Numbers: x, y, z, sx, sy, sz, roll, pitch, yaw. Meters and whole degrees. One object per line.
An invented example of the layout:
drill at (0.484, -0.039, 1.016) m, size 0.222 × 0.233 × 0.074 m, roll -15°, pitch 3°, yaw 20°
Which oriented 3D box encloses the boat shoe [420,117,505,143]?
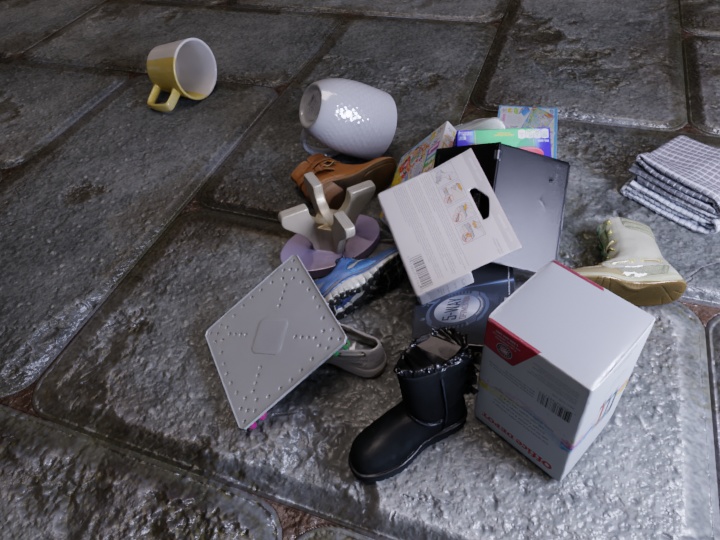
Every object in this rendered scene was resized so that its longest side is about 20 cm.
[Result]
boat shoe at (0.210, -0.272, 1.210) m, size 0.197 × 0.071 × 0.072 m, roll -18°, pitch 15°, yaw 13°

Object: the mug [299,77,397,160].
mug at (-0.048, -0.309, 1.200) m, size 0.172 × 0.199 × 0.151 m, roll 6°, pitch 59°, yaw -38°

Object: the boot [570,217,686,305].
boot at (0.409, -0.017, 0.935) m, size 0.195 × 0.073 × 0.157 m, roll 0°, pitch 46°, yaw -1°

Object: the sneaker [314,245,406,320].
sneaker at (0.000, 0.000, 0.962) m, size 0.197 × 0.080 × 0.089 m, roll -27°, pitch 51°, yaw -19°

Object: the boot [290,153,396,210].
boot at (-0.037, -0.206, 1.175) m, size 0.198 × 0.075 × 0.154 m, roll -30°, pitch 46°, yaw -24°

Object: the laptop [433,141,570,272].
laptop at (0.221, -0.100, 0.944) m, size 0.197 × 0.115 × 0.192 m, roll 5°, pitch 82°, yaw 43°

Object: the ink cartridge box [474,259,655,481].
ink cartridge box at (0.247, 0.128, 0.721) m, size 0.144 × 0.203 × 0.144 m, roll -34°, pitch 51°, yaw -29°

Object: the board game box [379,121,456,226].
board game box at (0.115, -0.185, 1.095) m, size 0.134 × 0.034 × 0.202 m, roll -32°, pitch 27°, yaw 41°

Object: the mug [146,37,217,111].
mug at (-0.498, -0.528, 1.502) m, size 0.150 × 0.152 × 0.187 m, roll 13°, pitch 41°, yaw 29°

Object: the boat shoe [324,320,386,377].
boat shoe at (-0.054, 0.102, 0.873) m, size 0.195 × 0.070 × 0.072 m, roll 10°, pitch 47°, yaw 17°

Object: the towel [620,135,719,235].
towel at (0.616, -0.169, 1.049) m, size 0.164 × 0.087 × 0.200 m, roll -30°, pitch 49°, yaw -22°

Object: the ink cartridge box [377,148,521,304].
ink cartridge box at (0.137, -0.072, 0.905) m, size 0.173 × 0.045 × 0.203 m, roll -24°, pitch 61°, yaw 8°

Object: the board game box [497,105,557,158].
board game box at (0.358, -0.291, 1.236) m, size 0.131 × 0.035 × 0.202 m, roll 7°, pitch 47°, yaw 14°

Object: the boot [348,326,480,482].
boot at (0.065, 0.170, 0.726) m, size 0.195 × 0.165 × 0.074 m, roll -24°, pitch 45°, yaw -17°

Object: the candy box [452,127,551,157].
candy box at (0.248, -0.141, 1.002) m, size 0.165 × 0.077 × 0.205 m, roll -1°, pitch 84°, yaw 5°

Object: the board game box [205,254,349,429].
board game box at (-0.131, 0.103, 0.858) m, size 0.199 × 0.026 × 0.201 m, roll -40°, pitch 49°, yaw 4°

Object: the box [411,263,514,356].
box at (0.167, 0.053, 0.914) m, size 0.156 × 0.044 × 0.203 m, roll 4°, pitch 46°, yaw 10°

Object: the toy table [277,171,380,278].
toy table at (-0.056, -0.081, 1.022) m, size 0.198 × 0.119 × 0.183 m, roll -32°, pitch 50°, yaw -24°
